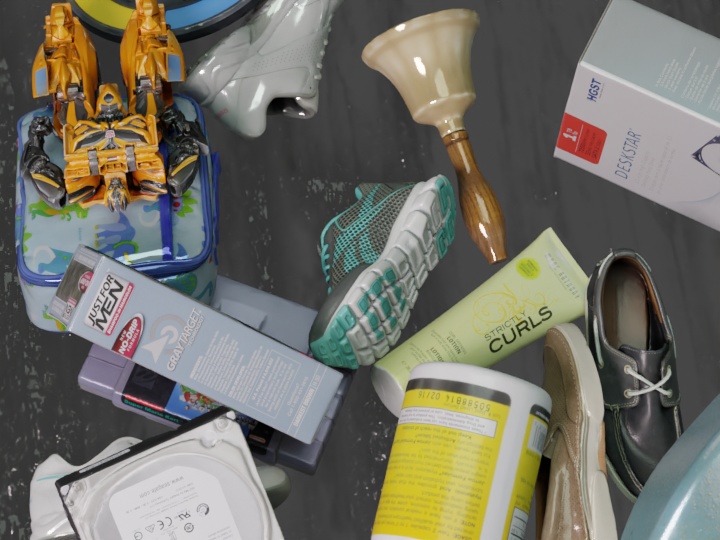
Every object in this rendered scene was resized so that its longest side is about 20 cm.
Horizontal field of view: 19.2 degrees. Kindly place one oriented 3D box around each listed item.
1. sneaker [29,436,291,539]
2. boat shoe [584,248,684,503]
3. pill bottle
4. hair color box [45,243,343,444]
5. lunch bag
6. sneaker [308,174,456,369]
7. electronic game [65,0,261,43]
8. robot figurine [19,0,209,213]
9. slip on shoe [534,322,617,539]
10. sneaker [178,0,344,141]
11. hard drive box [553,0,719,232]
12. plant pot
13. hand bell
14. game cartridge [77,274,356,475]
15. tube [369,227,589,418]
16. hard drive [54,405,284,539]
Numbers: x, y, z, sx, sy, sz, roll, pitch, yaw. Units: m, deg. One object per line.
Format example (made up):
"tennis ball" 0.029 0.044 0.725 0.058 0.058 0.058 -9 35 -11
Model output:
"sneaker" -0.152 0.160 1.594 0.199 0.071 0.081 -7 62 -6
"boat shoe" 0.212 0.083 1.647 0.071 0.068 0.202 -5 74 -9
"pill bottle" 0.068 0.177 1.566 0.110 0.111 0.201 13 76 3
"hair color box" -0.121 0.053 1.548 0.199 0.099 0.061 26 87 -19
"lunch bag" -0.188 -0.050 1.665 0.159 0.083 0.201 -3 48 -2
"sneaker" 0.000 0.000 1.672 0.091 0.078 0.200 8 43 29
"electronic game" -0.156 -0.264 1.788 0.198 0.042 0.201 -7 51 9
"robot figurine" -0.193 -0.126 1.638 0.144 0.058 0.201 -7 47 -3
"slip on shoe" 0.151 0.136 1.623 0.060 0.076 0.202 -3 72 -8
"sneaker" -0.061 -0.177 1.770 0.100 0.078 0.200 49 60 -10
"hard drive box" 0.267 -0.115 1.703 0.199 0.156 0.077 25 66 10
"plant pot" 0.298 0.190 1.528 0.200 0.196 0.196 -40 86 -9
"hand bell" 0.079 -0.100 1.737 0.103 0.104 0.201 -15 78 -10
"game cartridge" -0.106 0.070 1.661 0.199 0.038 0.130 20 61 6
"tube" 0.098 0.044 1.677 0.199 0.058 0.052 -32 31 -22
"hard drive" -0.119 0.216 1.531 0.139 0.038 0.201 -22 100 -13
